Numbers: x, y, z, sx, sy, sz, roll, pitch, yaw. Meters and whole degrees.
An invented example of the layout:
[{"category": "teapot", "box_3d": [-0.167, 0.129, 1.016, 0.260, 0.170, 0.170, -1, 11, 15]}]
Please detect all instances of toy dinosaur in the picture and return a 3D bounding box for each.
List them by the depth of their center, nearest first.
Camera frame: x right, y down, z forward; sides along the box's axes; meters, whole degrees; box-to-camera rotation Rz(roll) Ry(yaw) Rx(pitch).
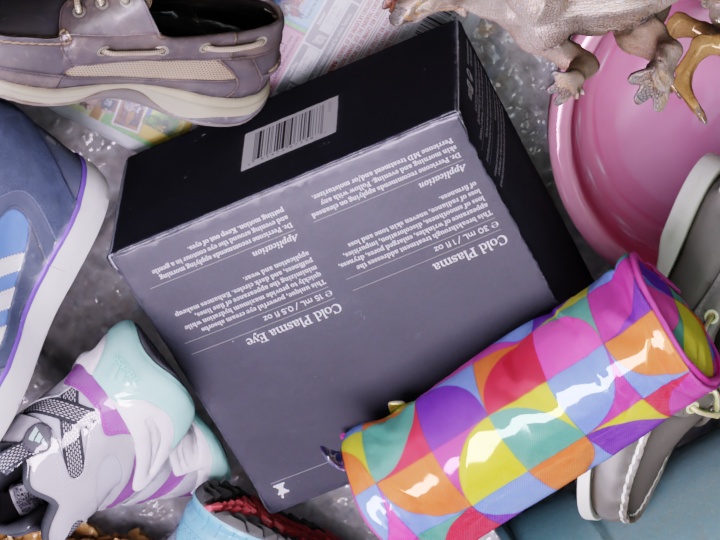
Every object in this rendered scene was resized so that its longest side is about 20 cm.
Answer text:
[{"category": "toy dinosaur", "box_3d": [0.114, -0.148, 1.421, 0.199, 0.136, 0.086, 1, 120, -4]}, {"category": "toy dinosaur", "box_3d": [0.194, -0.133, 1.466, 0.106, 0.060, 0.200, -37, 89, 3]}]

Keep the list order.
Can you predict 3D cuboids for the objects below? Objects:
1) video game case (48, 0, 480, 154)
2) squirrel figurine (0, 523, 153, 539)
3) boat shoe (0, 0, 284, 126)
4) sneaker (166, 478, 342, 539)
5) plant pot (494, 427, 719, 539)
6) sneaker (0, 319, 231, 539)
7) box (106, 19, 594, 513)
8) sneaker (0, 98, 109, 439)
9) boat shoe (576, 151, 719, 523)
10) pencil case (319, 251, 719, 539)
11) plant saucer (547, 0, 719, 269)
[{"category": "video game case", "box_3d": [-0.041, -0.131, 1.522, 0.182, 0.022, 0.200, 27, 108, -12]}, {"category": "squirrel figurine", "box_3d": [-0.197, 0.222, 1.599, 0.186, 0.142, 0.201, 9, 96, 6]}, {"category": "boat shoe", "box_3d": [-0.129, -0.128, 1.445, 0.200, 0.075, 0.073, 5, 130, -31]}, {"category": "sneaker", "box_3d": [-0.047, 0.185, 1.581, 0.200, 0.079, 0.096, 33, 97, -43]}, {"category": "plant pot", "box_3d": [0.202, 0.172, 1.563, 0.196, 0.200, 0.200, -30, 109, 1]}, {"category": "sneaker", "box_3d": [-0.149, 0.105, 1.518, 0.140, 0.200, 0.078, -37, 68, -6]}, {"category": "box", "box_3d": [0.000, 0.000, 1.503, 0.200, 0.104, 0.182, -21, 119, 14]}, {"category": "sneaker", "box_3d": [-0.226, 0.002, 1.426, 0.146, 0.081, 0.200, 29, 87, -32]}, {"category": "boat shoe", "box_3d": [0.170, 0.042, 1.488, 0.060, 0.072, 0.202, 21, 90, 20]}, {"category": "pencil case", "box_3d": [0.080, 0.069, 1.436, 0.200, 0.088, 0.088, -31, 109, 18]}, {"category": "plant saucer", "box_3d": [0.198, -0.082, 1.535, 0.200, 0.051, 0.201, -1, 110, -2]}]
